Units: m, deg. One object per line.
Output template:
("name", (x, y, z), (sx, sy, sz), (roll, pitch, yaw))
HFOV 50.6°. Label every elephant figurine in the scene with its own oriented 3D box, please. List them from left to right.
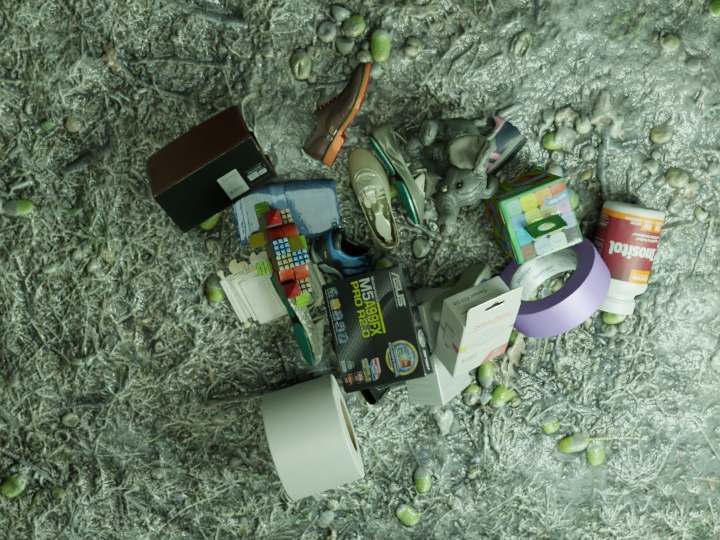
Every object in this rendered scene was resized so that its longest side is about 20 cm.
("elephant figurine", (0.178, -0.168, 1.319), (0.141, 0.200, 0.155), (10, 126, -42))

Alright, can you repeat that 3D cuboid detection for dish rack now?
("dish rack", (0.042, 0.141, 1.409), (0.154, 0.054, 0.200), (55, 136, 11))

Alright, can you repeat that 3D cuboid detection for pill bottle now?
("pill bottle", (0.493, -0.024, 1.437), (0.113, 0.113, 0.201), (9, 101, -5))

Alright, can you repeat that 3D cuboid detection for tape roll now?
("tape roll", (-0.087, 0.311, 1.427), (0.139, 0.203, 0.203), (-18, 102, 1))
("tape roll", (0.348, 0.026, 1.390), (0.200, 0.200, 0.066), (-39, 117, 5))

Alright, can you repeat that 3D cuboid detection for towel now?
("towel", (-0.138, -0.109, 1.419), (0.199, 0.049, 0.112), (-6, 102, -1))

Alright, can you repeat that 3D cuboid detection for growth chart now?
("growth chart", (-0.164, 0.027, 1.460), (0.199, 0.018, 0.145), (-17, 101, 0))

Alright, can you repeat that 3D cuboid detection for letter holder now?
("letter holder", (-0.273, -0.189, 1.379), (0.200, 0.142, 0.101), (-31, 133, 3))

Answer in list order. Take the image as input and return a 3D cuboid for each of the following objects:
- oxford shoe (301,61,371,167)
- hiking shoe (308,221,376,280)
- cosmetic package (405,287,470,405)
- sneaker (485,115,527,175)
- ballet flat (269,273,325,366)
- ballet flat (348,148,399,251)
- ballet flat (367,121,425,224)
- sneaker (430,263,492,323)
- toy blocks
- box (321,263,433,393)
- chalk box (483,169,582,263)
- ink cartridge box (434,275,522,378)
("oxford shoe", (-0.042, -0.291, 1.377), (0.072, 0.071, 0.201), (26, 99, -3))
("hiking shoe", (0.000, 0.000, 1.413), (0.200, 0.075, 0.087), (36, 127, -21))
("cosmetic package", (0.134, 0.142, 1.442), (0.081, 0.113, 0.201), (-5, 102, 38))
("sneaker", (0.211, -0.200, 1.420), (0.200, 0.070, 0.082), (-42, 79, 6))
("ballet flat", (-0.103, 0.082, 1.433), (0.072, 0.072, 0.201), (-22, 102, 1))
("ballet flat", (0.027, -0.128, 1.413), (0.069, 0.069, 0.201), (-21, 102, 1))
("ballet flat", (0.084, -0.182, 1.408), (0.064, 0.067, 0.200), (-30, 102, -5))
("sneaker", (0.204, 0.075, 1.410), (0.077, 0.200, 0.112), (-14, 106, 34))
("toy blocks", (-0.129, -0.029, 1.325), (0.100, 0.137, 0.201), (-16, 92, -13))
("box", (0.028, 0.103, 1.348), (0.160, 0.044, 0.201), (-15, 84, 24))
("chalk box", (0.309, -0.097, 1.367), (0.124, 0.200, 0.124), (-21, 102, 1))
("ink cartridge box", (0.200, 0.086, 1.304), (0.116, 0.068, 0.200), (-22, 146, -20))
